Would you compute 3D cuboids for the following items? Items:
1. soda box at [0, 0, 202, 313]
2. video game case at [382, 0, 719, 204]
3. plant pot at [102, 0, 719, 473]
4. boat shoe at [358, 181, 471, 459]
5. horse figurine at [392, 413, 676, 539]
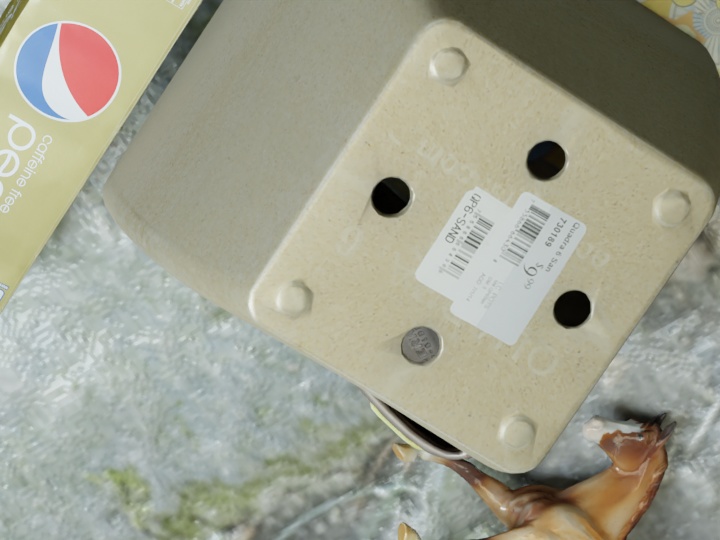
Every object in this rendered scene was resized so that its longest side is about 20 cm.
[{"bbox_3d":[-0.137,-0.074,1.125,0.064,0.068,0.200,30,112,-15],"label":"soda box"},{"bbox_3d":[0.080,-0.108,1.127,0.182,0.023,0.200,42,101,-19],"label":"video game case"},{"bbox_3d":[0.033,-0.034,1.038,0.199,0.177,0.200,31,101,-16],"label":"plant pot"},{"bbox_3d":[0.000,0.000,1.169,0.072,0.060,0.200,-29,113,11],"label":"boat shoe"},{"bbox_3d":[0.074,0.162,1.223,0.132,0.050,0.201,6,86,-21],"label":"horse figurine"}]
